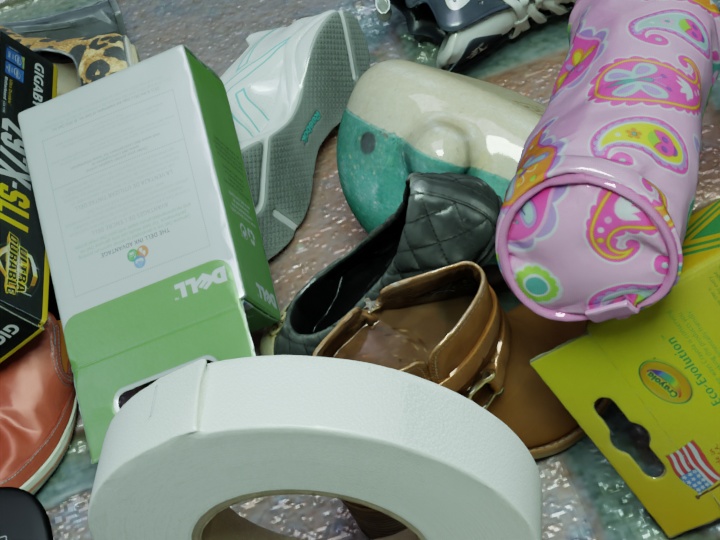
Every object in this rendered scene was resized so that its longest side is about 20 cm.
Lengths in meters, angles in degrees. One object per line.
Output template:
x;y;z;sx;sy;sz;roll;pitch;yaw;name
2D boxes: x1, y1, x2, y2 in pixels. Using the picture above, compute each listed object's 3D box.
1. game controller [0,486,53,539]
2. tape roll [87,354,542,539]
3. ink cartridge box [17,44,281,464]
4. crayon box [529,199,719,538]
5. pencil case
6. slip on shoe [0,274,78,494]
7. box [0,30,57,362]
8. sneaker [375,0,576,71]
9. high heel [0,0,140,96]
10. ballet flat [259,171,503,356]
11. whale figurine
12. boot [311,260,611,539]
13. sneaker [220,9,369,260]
-0.245;0.178;0.796;0.198;0.042;0.105;-17;69;0;game controller
-0.019;0.108;0.698;0.200;0.204;0.037;-3;52;12;tape roll
-0.107;-0.005;0.842;0.103;0.059;0.202;-20;71;12;ink cartridge box
0.191;0.027;0.724;0.199;0.127;0.051;-30;21;23;crayon box
0.121;-0.061;0.733;0.086;0.088;0.201;4;36;17;pencil case
-0.184;0.046;0.883;0.073;0.061;0.201;9;56;19;slip on shoe
-0.241;-0.017;0.909;0.159;0.049;0.201;-36;42;30;box
0.099;-0.161;0.971;0.197;0.080;0.131;23;79;5;sneaker
-0.204;-0.106;0.994;0.141;0.072;0.200;-17;33;-8;high heel
0.000;0.000;0.809;0.056;0.200;0.067;26;53;-22;ballet flat
0.074;-0.038;0.846;0.199;0.158;0.105;29;104;32;whale figurine
0.061;0.037;0.762;0.200;0.155;0.074;-42;58;-18;boot
-0.065;-0.073;0.952;0.080;0.071;0.201;1;49;36;sneaker
